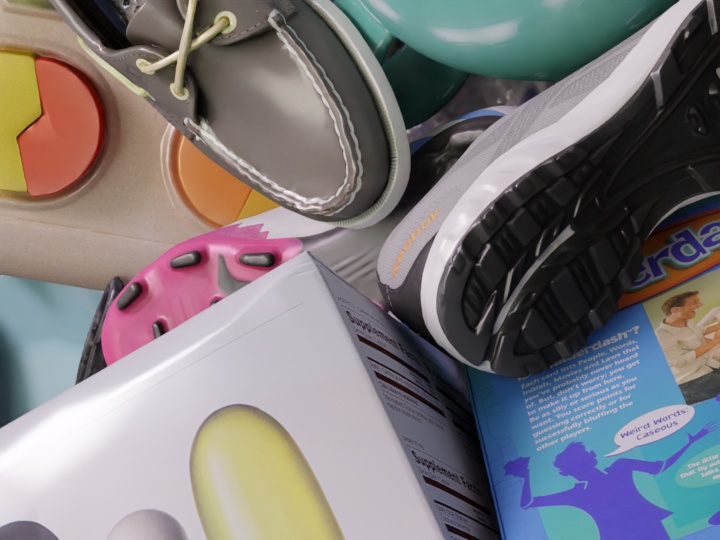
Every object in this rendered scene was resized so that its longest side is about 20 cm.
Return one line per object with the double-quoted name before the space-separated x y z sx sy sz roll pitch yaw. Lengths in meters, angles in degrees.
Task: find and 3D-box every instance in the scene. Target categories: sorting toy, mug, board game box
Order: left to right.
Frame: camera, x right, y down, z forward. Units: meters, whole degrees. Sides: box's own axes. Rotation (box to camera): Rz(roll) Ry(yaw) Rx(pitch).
"sorting toy" -0.080 -0.085 0.964 0.185 0.036 0.200 9 103 -1
"mug" 0.057 -0.126 0.873 0.152 0.114 0.185 17 103 33
"board game box" 0.113 0.046 0.780 0.152 0.200 0.045 -22 120 8

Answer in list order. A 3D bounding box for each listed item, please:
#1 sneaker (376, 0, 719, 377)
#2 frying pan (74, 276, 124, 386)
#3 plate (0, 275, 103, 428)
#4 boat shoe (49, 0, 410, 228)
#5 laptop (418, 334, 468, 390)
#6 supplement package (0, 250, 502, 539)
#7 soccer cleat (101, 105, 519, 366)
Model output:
"sneaker" 0.085 -0.044 0.832 0.079 0.200 0.074 15 136 60
"frying pan" -0.125 0.107 0.994 0.115 0.031 0.190 -103 27 -47
"plate" -0.128 0.097 1.073 0.200 0.026 0.201 3 96 34
"boat shoe" -0.063 -0.090 0.881 0.202 0.060 0.072 49 115 18
"laptop" 0.052 0.119 0.901 0.200 0.103 0.178 15 102 28
"supplement package" -0.031 0.138 0.802 0.191 0.147 0.200 -30 65 10
"soccer cleat" 0.000 0.000 0.934 0.200 0.086 0.070 -24 85 24
